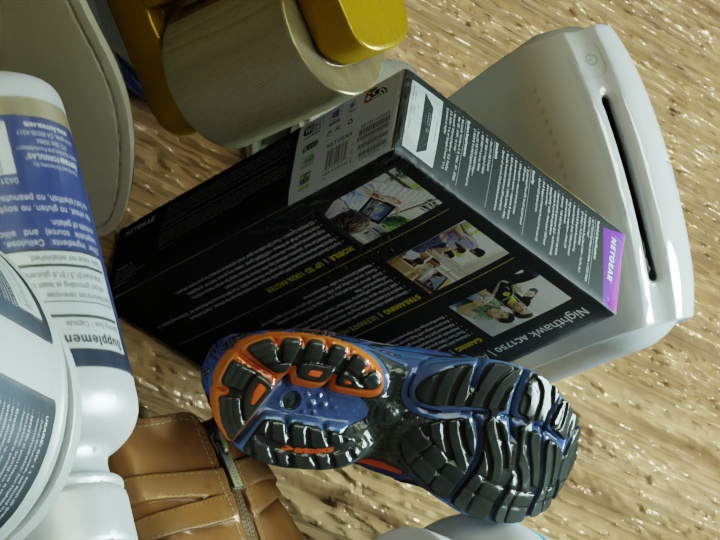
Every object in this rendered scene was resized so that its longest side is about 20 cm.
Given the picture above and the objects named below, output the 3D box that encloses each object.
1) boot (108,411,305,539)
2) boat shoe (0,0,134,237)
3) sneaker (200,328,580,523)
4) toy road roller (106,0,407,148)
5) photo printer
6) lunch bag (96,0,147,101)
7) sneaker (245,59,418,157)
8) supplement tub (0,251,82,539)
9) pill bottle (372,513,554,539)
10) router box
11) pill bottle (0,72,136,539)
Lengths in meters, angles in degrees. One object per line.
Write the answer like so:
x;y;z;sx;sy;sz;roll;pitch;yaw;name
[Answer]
-0.082;0.139;1.164;0.200;0.076;0.156;-11;79;-53;boot
-0.141;-0.113;1.219;0.063;0.072;0.201;-67;146;-59;boat shoe
0.014;0.061;1.223;0.199;0.078;0.076;19;95;-27;sneaker
-0.040;-0.169;1.239;0.146;0.122;0.201;-19;89;-53;toy road roller
0.101;-0.031;1.368;0.069;0.200;0.167;-13;85;-19;photo printer
-0.091;-0.195;1.345;0.161;0.082;0.201;47;44;-22;lunch bag
-0.002;-0.024;1.363;0.115;0.074;0.201;6;54;-45;sneaker
-0.185;0.038;0.942;0.200;0.140;0.141;47;26;-73;supplement tub
0.075;0.182;1.272;0.200;0.110;0.111;29;49;-46;pill bottle
0.000;0.000;1.241;0.149;0.199;0.051;35;47;-31;router box
-0.156;0.029;1.108;0.111;0.111;0.201;1;68;-48;pill bottle
